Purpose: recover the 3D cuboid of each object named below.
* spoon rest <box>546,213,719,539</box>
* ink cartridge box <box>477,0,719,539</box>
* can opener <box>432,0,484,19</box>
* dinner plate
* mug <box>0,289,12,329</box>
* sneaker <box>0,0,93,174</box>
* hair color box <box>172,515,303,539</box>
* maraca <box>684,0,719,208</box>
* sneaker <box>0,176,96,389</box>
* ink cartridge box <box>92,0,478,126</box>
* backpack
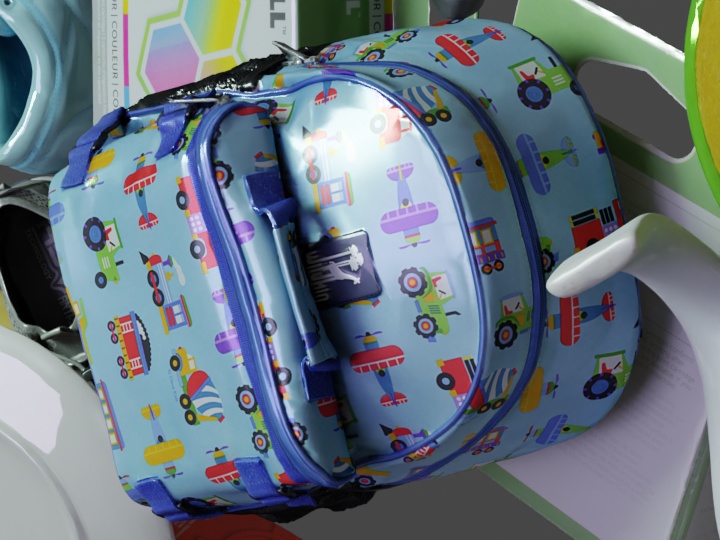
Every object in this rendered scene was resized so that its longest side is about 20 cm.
[{"bbox_3d":[0.146,0.059,0.879,0.099,0.061,0.200,-30,104,33],"label":"spoon rest"},{"bbox_3d":[0.100,0.002,0.964,0.145,0.048,0.201,35,119,40],"label":"ink cartridge box"},{"bbox_3d":[0.016,-0.190,1.034,0.067,0.052,0.201,89,156,-66],"label":"can opener"},{"bbox_3d":[-0.171,0.114,1.112,0.199,0.024,0.201,13,117,26],"label":"dinner plate"},{"bbox_3d":[-0.241,0.082,1.253,0.150,0.152,0.187,57,147,37],"label":"mug"},{"bbox_3d":[-0.160,-0.145,1.206,0.074,0.082,0.201,-11,89,48],"label":"sneaker"},{"bbox_3d":[-0.088,0.150,1.132,0.199,0.061,0.102,28,124,15],"label":"hair color box"},{"bbox_3d":[0.176,-0.043,0.817,0.136,0.107,0.201,-4,95,9],"label":"maraca"},{"bbox_3d":[-0.129,0.046,1.178,0.075,0.082,0.201,-34,78,10],"label":"sneaker"},{"bbox_3d":[-0.037,-0.095,1.092,0.199,0.059,0.105,8,101,47],"label":"ink cartridge box"},{"bbox_3d":[0.000,0.000,0.942,0.199,0.134,0.184,-11,93,44],"label":"backpack"}]
